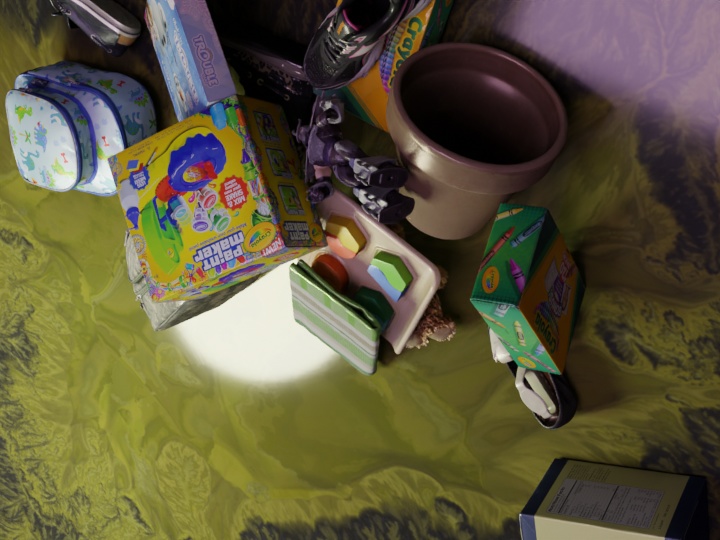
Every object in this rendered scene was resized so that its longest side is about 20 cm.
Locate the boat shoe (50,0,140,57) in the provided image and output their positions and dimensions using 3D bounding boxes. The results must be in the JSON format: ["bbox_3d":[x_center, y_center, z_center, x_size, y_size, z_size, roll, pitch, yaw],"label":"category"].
[{"bbox_3d":[-0.399,-0.374,1.419,0.200,0.075,0.062,38,120,6],"label":"boat shoe"}]

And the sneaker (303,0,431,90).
[{"bbox_3d":[-0.008,-0.274,1.114,0.080,0.086,0.200,50,129,5],"label":"sneaker"}]

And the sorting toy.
[{"bbox_3d":[0.000,0.000,1.278,0.200,0.036,0.185,43,146,13],"label":"sorting toy"}]

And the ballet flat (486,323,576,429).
[{"bbox_3d":[0.209,0.112,1.262,0.068,0.068,0.201,-30,94,38],"label":"ballet flat"}]

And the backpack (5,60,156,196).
[{"bbox_3d":[-0.404,-0.197,1.458,0.199,0.147,0.184,13,120,24],"label":"backpack"}]

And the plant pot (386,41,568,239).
[{"bbox_3d":[0.117,-0.132,1.153,0.200,0.200,0.175,35,144,14],"label":"plant pot"}]

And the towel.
[{"bbox_3d":[-0.031,0.065,1.351,0.149,0.031,0.200,36,161,12],"label":"towel"}]

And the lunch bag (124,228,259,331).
[{"bbox_3d":[-0.255,-0.024,1.432,0.200,0.139,0.169,-33,81,59],"label":"lunch bag"}]

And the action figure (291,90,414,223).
[{"bbox_3d":[-0.022,-0.129,1.151,0.200,0.069,0.131,38,139,42],"label":"action figure"}]

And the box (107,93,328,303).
[{"bbox_3d":[-0.176,-0.084,1.245,0.199,0.122,0.194,-22,83,22],"label":"box"}]

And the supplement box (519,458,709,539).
[{"bbox_3d":[0.324,0.366,1.265,0.199,0.134,0.201,3,113,31],"label":"supplement box"}]

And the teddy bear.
[{"bbox_3d":[0.053,0.015,1.325,0.200,0.067,0.145,49,144,1],"label":"teddy bear"}]

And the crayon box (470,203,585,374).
[{"bbox_3d":[0.194,0.025,1.136,0.058,0.119,0.200,9,158,29],"label":"crayon box"}]

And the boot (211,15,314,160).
[{"bbox_3d":[-0.146,-0.238,1.323,0.203,0.073,0.154,27,126,21],"label":"boot"}]

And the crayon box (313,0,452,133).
[{"bbox_3d":[0.029,-0.280,1.190,0.118,0.058,0.201,30,124,17],"label":"crayon box"}]

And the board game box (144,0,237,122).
[{"bbox_3d":[-0.221,-0.276,1.277,0.199,0.043,0.201,145,106,-70],"label":"board game box"}]
